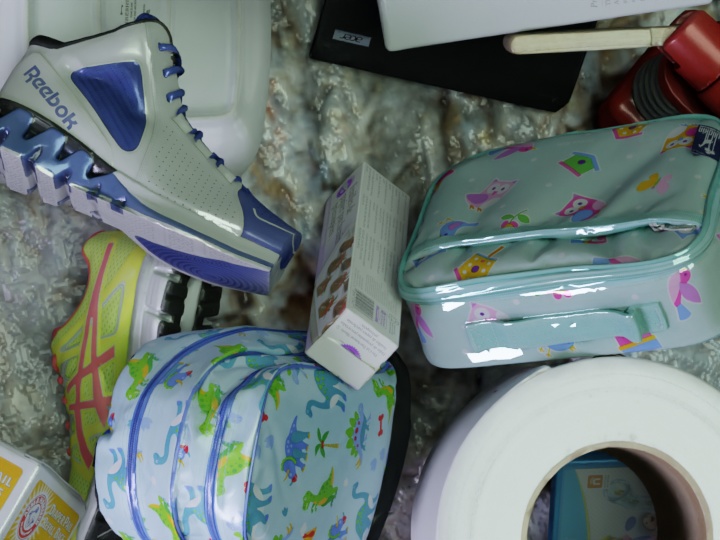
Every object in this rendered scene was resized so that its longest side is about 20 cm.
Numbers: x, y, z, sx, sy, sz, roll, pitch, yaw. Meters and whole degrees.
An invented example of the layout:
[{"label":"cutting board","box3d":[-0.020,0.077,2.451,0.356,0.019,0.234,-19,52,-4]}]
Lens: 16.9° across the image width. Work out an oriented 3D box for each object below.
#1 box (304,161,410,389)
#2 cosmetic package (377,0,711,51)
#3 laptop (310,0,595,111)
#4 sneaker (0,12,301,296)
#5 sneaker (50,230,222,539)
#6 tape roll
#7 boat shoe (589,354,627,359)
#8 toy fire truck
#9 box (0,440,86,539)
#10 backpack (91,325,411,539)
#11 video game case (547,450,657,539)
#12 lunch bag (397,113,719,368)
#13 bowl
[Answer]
[{"label":"box","box3d":[0.000,0.000,1.411,0.041,0.200,0.039,37,113,-15]},{"label":"cosmetic package","box3d":[0.104,-0.200,1.429,0.199,0.074,0.102,-7,117,1]},{"label":"laptop","box3d":[0.067,-0.226,1.531,0.176,0.103,0.201,11,58,-19]},{"label":"sneaker","box3d":[-0.114,-0.077,1.339,0.199,0.081,0.116,26,75,0]},{"label":"sneaker","box3d":[-0.145,0.068,1.421,0.078,0.090,0.201,4,104,-62]},{"label":"tape roll","box3d":[0.134,0.151,1.383,0.201,0.139,0.204,0,87,-5]},{"label":"boat shoe","box3d":[0.199,0.115,1.533,0.200,0.072,0.073,49,36,-26]},{"label":"toy fire truck","box3d":[0.185,-0.108,1.487,0.200,0.176,0.129,43,75,-9]},{"label":"box","box3d":[-0.255,0.179,1.332,0.112,0.101,0.201,27,77,17]},{"label":"backpack","box3d":[-0.060,0.104,1.368,0.199,0.153,0.164,17,89,-40]},{"label":"video game case","box3d":[0.215,0.172,1.503,0.199,0.018,0.144,-1,119,-5]},{"label":"lunch bag","box3d":[0.126,-0.015,1.374,0.161,0.199,0.077,-63,138,-53]},{"label":"bowl","box3d":[-0.142,-0.150,1.427,0.199,0.075,0.201,2,85,-20]}]
